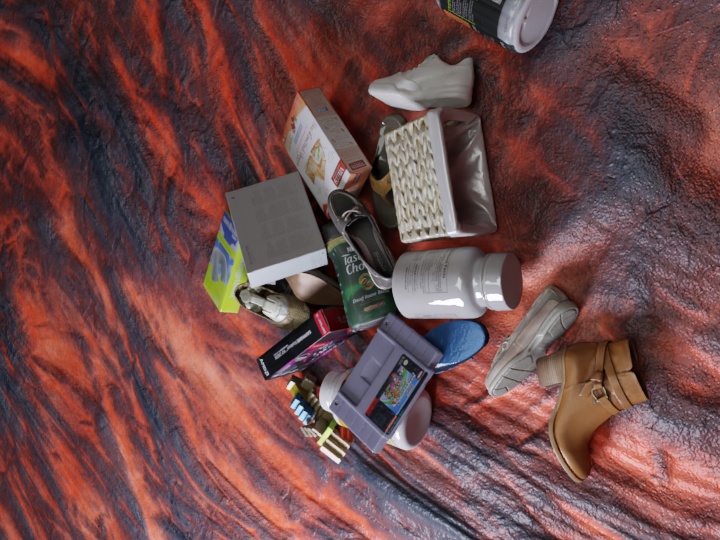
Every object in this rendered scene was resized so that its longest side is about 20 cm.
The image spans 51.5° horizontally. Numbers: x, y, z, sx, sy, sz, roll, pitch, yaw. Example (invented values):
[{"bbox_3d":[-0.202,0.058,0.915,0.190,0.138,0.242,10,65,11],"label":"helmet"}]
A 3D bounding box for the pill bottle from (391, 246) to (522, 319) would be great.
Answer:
[{"bbox_3d":[0.160,0.020,1.227,0.196,0.113,0.118,-3,91,36],"label":"pill bottle"}]

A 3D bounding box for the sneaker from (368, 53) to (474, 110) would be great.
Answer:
[{"bbox_3d":[0.107,-0.329,1.284,0.196,0.075,0.091,8,85,30],"label":"sneaker"}]

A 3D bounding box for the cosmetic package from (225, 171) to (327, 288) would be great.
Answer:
[{"bbox_3d":[-0.158,-0.080,1.386,0.052,0.147,0.203,86,166,-54],"label":"cosmetic package"}]

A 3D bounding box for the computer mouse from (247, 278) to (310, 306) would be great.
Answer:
[{"bbox_3d":[-0.151,0.029,1.505,0.139,0.052,0.202,-51,54,25],"label":"computer mouse"}]

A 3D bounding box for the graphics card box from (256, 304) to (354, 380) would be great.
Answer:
[{"bbox_3d":[-0.092,0.135,1.416,0.199,0.124,0.052,-36,73,31],"label":"graphics card box"}]

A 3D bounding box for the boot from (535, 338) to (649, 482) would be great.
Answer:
[{"bbox_3d":[0.360,0.208,1.122,0.153,0.076,0.205,-18,75,32],"label":"boot"}]

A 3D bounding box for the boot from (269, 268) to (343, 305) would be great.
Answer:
[{"bbox_3d":[-0.114,-0.020,1.431,0.195,0.148,0.071,18,130,-8],"label":"boot"}]

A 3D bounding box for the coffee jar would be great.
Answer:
[{"bbox_3d":[0.000,0.000,1.353,0.102,0.085,0.205,-19,80,-1],"label":"coffee jar"}]

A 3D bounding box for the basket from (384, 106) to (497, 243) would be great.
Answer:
[{"bbox_3d":[0.131,-0.149,1.230,0.121,0.134,0.206,-11,87,40],"label":"basket"}]

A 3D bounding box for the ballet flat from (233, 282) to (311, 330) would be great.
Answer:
[{"bbox_3d":[-0.178,0.069,1.445,0.197,0.065,0.072,13,88,42],"label":"ballet flat"}]

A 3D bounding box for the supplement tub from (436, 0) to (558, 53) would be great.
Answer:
[{"bbox_3d":[0.201,-0.437,1.166,0.199,0.121,0.124,40,114,27],"label":"supplement tub"}]

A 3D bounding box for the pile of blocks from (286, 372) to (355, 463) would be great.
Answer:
[{"bbox_3d":[-0.080,0.271,1.441,0.200,0.081,0.063,48,118,25],"label":"pile of blocks"}]

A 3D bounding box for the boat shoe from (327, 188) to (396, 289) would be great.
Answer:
[{"bbox_3d":[0.007,-0.062,1.292,0.066,0.057,0.203,-30,82,-9],"label":"boat shoe"}]

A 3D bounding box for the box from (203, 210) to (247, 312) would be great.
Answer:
[{"bbox_3d":[-0.269,-0.030,1.568,0.122,0.047,0.204,42,119,51],"label":"box"}]

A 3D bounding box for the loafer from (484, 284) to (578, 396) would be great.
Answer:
[{"bbox_3d":[0.264,0.113,1.191,0.201,0.071,0.063,-53,47,20],"label":"loafer"}]

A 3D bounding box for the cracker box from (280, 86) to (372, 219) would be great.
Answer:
[{"bbox_3d":[-0.068,-0.218,1.392,0.202,0.057,0.135,57,145,20],"label":"cracker box"}]

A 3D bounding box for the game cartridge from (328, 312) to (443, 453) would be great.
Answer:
[{"bbox_3d":[0.042,0.189,1.264,0.129,0.038,0.202,36,95,40],"label":"game cartridge"}]

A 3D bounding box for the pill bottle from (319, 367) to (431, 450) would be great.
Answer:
[{"bbox_3d":[0.023,0.241,1.345,0.196,0.108,0.112,12,100,35],"label":"pill bottle"}]

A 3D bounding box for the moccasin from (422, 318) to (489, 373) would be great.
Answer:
[{"bbox_3d":[0.139,0.133,1.280,0.197,0.067,0.083,-24,70,35],"label":"moccasin"}]

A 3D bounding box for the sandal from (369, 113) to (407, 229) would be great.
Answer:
[{"bbox_3d":[0.050,-0.178,1.335,0.080,0.054,0.206,9,98,36],"label":"sandal"}]
